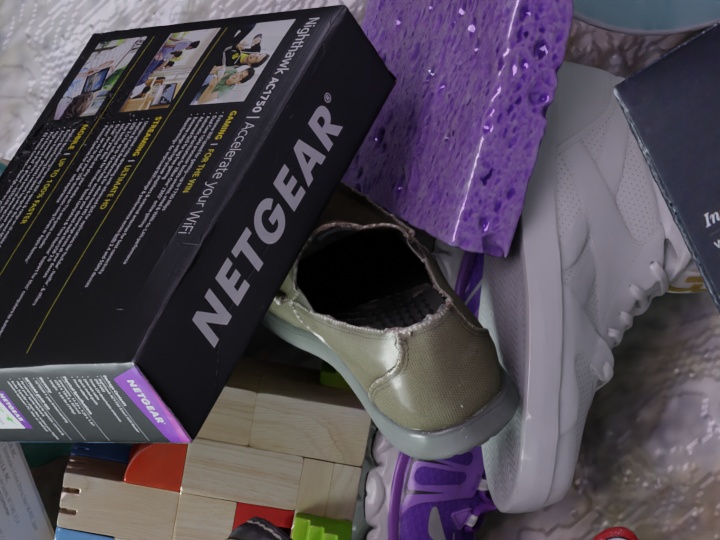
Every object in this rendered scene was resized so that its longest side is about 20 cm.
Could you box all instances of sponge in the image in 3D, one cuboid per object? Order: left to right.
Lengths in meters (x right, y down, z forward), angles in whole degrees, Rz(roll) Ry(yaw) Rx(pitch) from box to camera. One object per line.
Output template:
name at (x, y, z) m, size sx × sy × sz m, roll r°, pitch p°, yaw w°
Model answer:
sponge at (0.035, -0.076, 1.198) m, size 0.200 × 0.030 × 0.112 m, roll -148°, pitch 72°, yaw -72°

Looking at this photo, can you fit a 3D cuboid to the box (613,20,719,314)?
box at (0.215, 0.010, 1.056) m, size 0.117 × 0.197 × 0.201 m, roll -32°, pitch 63°, yaw 16°

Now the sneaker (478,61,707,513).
sneaker at (0.111, 0.008, 1.158) m, size 0.115 × 0.074 × 0.201 m, roll 9°, pitch 71°, yaw -15°

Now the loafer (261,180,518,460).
loafer at (0.000, 0.000, 1.144) m, size 0.075 × 0.070 × 0.200 m, roll -30°, pitch 38°, yaw -16°

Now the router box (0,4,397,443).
router box at (-0.091, -0.019, 1.137) m, size 0.149 × 0.051 × 0.200 m, roll -2°, pitch 46°, yaw 39°

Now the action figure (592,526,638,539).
action figure at (0.166, 0.169, 1.114) m, size 0.099 × 0.065 × 0.200 m, roll -46°, pitch 60°, yaw 19°

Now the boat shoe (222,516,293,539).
boat shoe at (0.022, 0.152, 1.137) m, size 0.065 × 0.200 × 0.073 m, roll -56°, pitch 31°, yaw -12°

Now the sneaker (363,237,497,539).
sneaker at (0.055, 0.067, 1.200) m, size 0.083 × 0.081 × 0.201 m, roll 12°, pitch 84°, yaw 18°

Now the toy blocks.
toy blocks at (-0.073, 0.113, 1.201) m, size 0.136 × 0.100 × 0.201 m, roll 10°, pitch 104°, yaw -1°

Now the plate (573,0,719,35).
plate at (0.140, -0.194, 1.168) m, size 0.200 × 0.200 × 0.026 m, roll -47°, pitch 39°, yaw 8°

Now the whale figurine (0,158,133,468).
whale figurine at (-0.148, 0.028, 1.265) m, size 0.200 × 0.104 × 0.160 m, roll -12°, pitch 105°, yaw 46°

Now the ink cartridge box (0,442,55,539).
ink cartridge box at (-0.211, 0.095, 1.264) m, size 0.176 × 0.200 × 0.045 m, roll 31°, pitch 61°, yaw 31°
